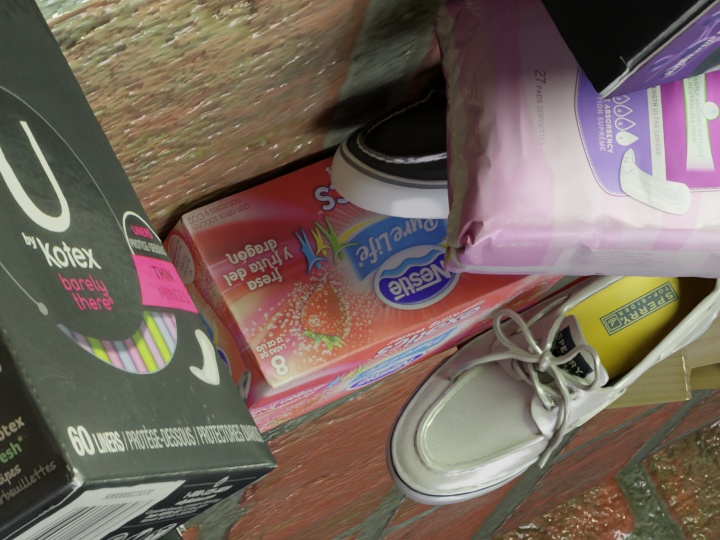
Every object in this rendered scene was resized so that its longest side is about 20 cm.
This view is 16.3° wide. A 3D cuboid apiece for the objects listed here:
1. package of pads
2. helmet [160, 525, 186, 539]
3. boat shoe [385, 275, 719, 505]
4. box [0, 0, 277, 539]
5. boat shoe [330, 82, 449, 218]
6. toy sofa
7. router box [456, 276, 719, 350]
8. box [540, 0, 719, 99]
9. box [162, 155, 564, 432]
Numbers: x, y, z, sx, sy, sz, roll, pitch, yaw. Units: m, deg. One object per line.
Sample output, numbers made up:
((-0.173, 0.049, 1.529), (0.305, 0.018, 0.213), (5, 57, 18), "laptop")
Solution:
((0.130, -0.057, 1.075), (0.199, 0.121, 0.076), (1, 167, -9), "package of pads")
((-0.182, 0.157, 1.226), (0.200, 0.200, 0.191), (-38, -155, 34), "helmet")
((0.101, 0.047, 1.257), (0.201, 0.075, 0.086), (-30, 171, -8), "boat shoe")
((-0.129, -0.007, 0.669), (0.106, 0.200, 0.122), (-33, 167, 17), "box")
((0.068, -0.076, 1.188), (0.200, 0.069, 0.057), (-18, 131, -38), "boat shoe")
((0.274, 0.061, 2.170), (0.083, 0.098, 0.200), (-8, 179, 28), "toy sofa")
((0.140, -0.011, 1.413), (0.200, 0.049, 0.180), (-31, -159, 4), "router box")
((0.169, -0.160, 0.959), (0.200, 0.105, 0.148), (-17, 162, -44), "box")
((0.000, 0.000, 1.235), (0.199, 0.095, 0.103), (-22, 168, -30), "box")
